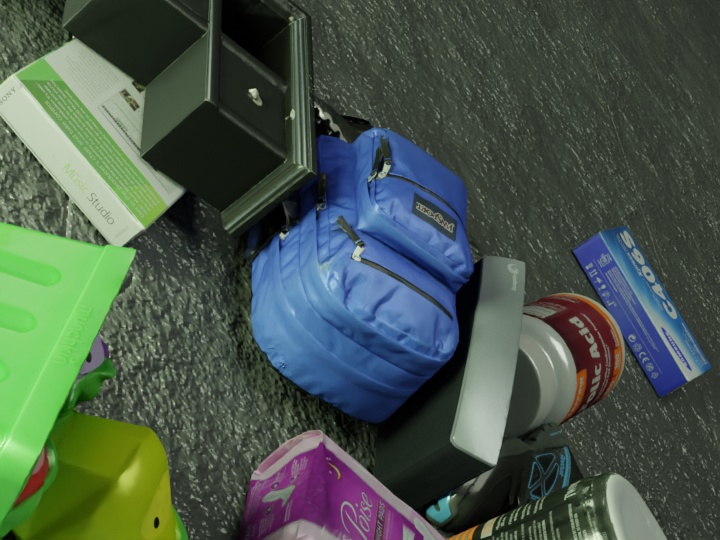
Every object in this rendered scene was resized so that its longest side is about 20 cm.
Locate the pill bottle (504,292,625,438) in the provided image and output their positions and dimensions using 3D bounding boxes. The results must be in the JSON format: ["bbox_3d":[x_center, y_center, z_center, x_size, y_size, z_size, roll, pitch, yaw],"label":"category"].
[{"bbox_3d":[0.158,0.089,1.361,0.115,0.114,0.200,59,28,8],"label":"pill bottle"}]

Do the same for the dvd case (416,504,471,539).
[{"bbox_3d":[0.121,0.212,1.244,0.199,0.016,0.149,24,38,-30],"label":"dvd case"}]

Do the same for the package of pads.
[{"bbox_3d":[0.007,0.215,1.034,0.200,0.076,0.121,44,27,-20],"label":"package of pads"}]

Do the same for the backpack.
[{"bbox_3d":[0.000,0.000,1.161,0.162,0.168,0.201,28,38,-20],"label":"backpack"}]

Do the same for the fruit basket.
[{"bbox_3d":[-0.169,0.096,0.835,0.215,0.156,0.216,23,35,-18],"label":"fruit basket"}]

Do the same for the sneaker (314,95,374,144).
[{"bbox_3d":[-0.024,-0.112,1.355,0.200,0.066,0.091,42,28,-31],"label":"sneaker"}]

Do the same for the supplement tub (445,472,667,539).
[{"bbox_3d":[0.090,0.213,0.899,0.123,0.199,0.123,50,23,-30],"label":"supplement tub"}]

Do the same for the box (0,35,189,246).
[{"bbox_3d":[-0.181,-0.114,1.141,0.145,0.036,0.200,51,27,-8],"label":"box"}]

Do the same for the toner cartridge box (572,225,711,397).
[{"bbox_3d":[0.331,0.045,1.752,0.095,0.043,0.201,-14,72,-59],"label":"toner cartridge box"}]

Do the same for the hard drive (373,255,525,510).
[{"bbox_3d":[0.069,0.086,1.183,0.042,0.135,0.201,32,47,-21],"label":"hard drive"}]

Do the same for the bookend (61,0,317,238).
[{"bbox_3d":[-0.135,-0.165,1.131,0.200,0.092,0.199,35,34,-31],"label":"bookend"}]

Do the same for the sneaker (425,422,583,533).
[{"bbox_3d":[0.128,0.179,1.203,0.200,0.073,0.082,-13,63,-53],"label":"sneaker"}]
